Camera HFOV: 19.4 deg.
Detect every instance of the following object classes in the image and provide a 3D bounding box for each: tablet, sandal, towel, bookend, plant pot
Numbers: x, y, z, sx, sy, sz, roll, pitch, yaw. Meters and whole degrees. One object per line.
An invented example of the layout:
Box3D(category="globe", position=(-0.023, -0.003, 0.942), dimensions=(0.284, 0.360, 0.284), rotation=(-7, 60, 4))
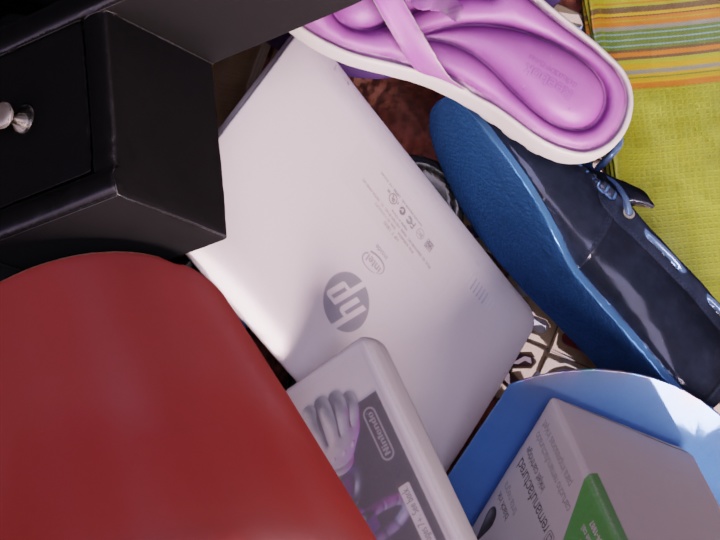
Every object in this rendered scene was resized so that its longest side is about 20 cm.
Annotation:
Box3D(category="tablet", position=(0.000, 0.000, 0.989), dimensions=(0.200, 0.014, 0.130), rotation=(50, 56, -24))
Box3D(category="sandal", position=(0.043, -0.119, 0.952), dimensions=(0.202, 0.050, 0.083), rotation=(25, 75, -16))
Box3D(category="towel", position=(0.166, -0.068, 1.073), dimensions=(0.086, 0.018, 0.201), rotation=(-8, 86, -3))
Box3D(category="bookend", position=(-0.089, -0.099, 0.883), dimensions=(0.198, 0.092, 0.201), rotation=(-18, 68, 30))
Box3D(category="plant pot", position=(-0.095, 0.103, 0.862), dimensions=(0.199, 0.201, 0.178), rotation=(-19, 53, -4))

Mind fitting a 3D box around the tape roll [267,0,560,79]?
Box3D(category="tape roll", position=(0.017, -0.198, 1.020), dimensions=(0.199, 0.085, 0.201), rotation=(2, 85, -22))

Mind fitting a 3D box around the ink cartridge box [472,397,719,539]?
Box3D(category="ink cartridge box", position=(0.087, 0.185, 0.950), dimensions=(0.084, 0.146, 0.201), rotation=(22, 111, -20))

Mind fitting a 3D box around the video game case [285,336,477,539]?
Box3D(category="video game case", position=(-0.025, 0.159, 0.920), dimensions=(0.181, 0.023, 0.201), rotation=(-36, 62, 18))

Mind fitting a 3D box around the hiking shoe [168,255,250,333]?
Box3D(category="hiking shoe", position=(-0.089, 0.019, 1.004), dimensions=(0.199, 0.087, 0.074), rotation=(-26, 52, -23))

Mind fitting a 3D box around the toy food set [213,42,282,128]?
Box3D(category="toy food set", position=(-0.126, -0.143, 1.028), dimensions=(0.199, 0.060, 0.144), rotation=(22, 77, -10))

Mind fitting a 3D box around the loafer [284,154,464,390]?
Box3D(category="loafer", position=(0.004, 0.038, 1.035), dimensions=(0.068, 0.070, 0.202), rotation=(21, 84, -2))

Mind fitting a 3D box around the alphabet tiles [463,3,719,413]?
Box3D(category="alphabet tiles", position=(0.136, -0.015, 1.079), dimensions=(0.166, 0.008, 0.201), rotation=(23, 84, -1))

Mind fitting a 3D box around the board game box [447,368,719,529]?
Box3D(category="board game box", position=(0.099, 0.129, 1.032), dimensions=(0.157, 0.039, 0.201), rotation=(25, 110, -20))

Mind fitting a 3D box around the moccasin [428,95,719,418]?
Box3D(category="moccasin", position=(0.112, -0.015, 1.032), dimensions=(0.068, 0.080, 0.200), rotation=(-40, 97, -23))
